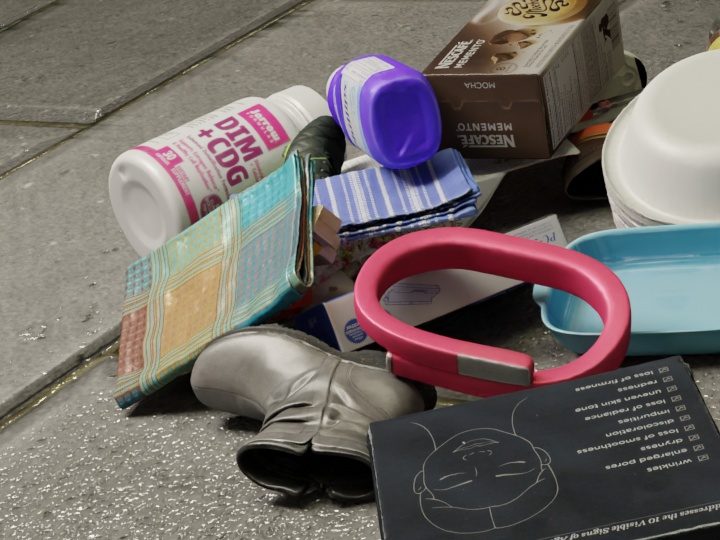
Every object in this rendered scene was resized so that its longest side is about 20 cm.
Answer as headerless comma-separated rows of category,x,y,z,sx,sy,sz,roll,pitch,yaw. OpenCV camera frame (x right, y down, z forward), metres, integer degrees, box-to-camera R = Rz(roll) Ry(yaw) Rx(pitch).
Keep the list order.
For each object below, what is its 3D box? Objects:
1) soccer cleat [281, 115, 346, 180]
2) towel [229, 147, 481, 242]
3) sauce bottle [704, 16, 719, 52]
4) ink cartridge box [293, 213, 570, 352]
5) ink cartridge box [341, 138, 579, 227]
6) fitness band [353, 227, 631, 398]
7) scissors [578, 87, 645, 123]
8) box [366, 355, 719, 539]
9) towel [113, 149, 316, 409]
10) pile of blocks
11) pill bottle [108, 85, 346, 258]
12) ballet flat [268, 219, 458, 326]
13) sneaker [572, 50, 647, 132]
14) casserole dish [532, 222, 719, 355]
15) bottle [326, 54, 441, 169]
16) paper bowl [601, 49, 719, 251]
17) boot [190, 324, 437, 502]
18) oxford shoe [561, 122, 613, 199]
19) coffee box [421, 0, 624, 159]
soccer cleat,-0.041,-0.055,1.801,0.081,0.068,0.201,-2,46,31
towel,-0.007,-0.058,1.704,0.199,0.024,0.145,-11,21,-1
sauce bottle,0.350,-0.191,1.945,0.064,0.065,0.200,-10,24,8
ink cartridge box,0.056,0.016,1.608,0.199,0.044,0.094,-21,-2,-17
ink cartridge box,0.081,-0.079,1.848,0.199,0.050,0.162,-16,22,-6
fitness band,0.093,0.030,1.490,0.199,0.038,0.144,14,40,19
scissors,0.203,-0.137,1.834,0.199,0.014,0.073,-11,21,0
box,0.114,0.159,1.176,0.199,0.125,0.197,-12,21,2
towel,-0.113,0.007,1.610,0.200,0.022,0.147,-32,39,28
pile of blocks,-0.080,0.033,1.621,0.200,0.062,0.082,-39,36,20
pill bottle,-0.117,-0.088,1.898,0.199,0.114,0.113,-28,27,-32
ballet flat,0.000,0.000,1.697,0.199,0.076,0.064,-28,60,-20
sneaker,0.157,-0.178,2.000,0.199,0.081,0.147,-22,28,-5
casserole dish,0.225,0.018,1.533,0.199,0.039,0.121,-4,39,24
bottle,0.014,-0.140,1.783,0.065,0.084,0.200,-15,16,-10
paper bowl,0.286,-0.094,1.634,0.199,0.105,0.201,-10,42,9
boot,-0.056,0.101,1.478,0.199,0.070,0.132,1,28,29
oxford shoe,0.265,-0.093,1.771,0.199,0.071,0.073,-13,28,25
coffee box,0.142,-0.174,1.823,0.112,0.080,0.200,3,30,27
